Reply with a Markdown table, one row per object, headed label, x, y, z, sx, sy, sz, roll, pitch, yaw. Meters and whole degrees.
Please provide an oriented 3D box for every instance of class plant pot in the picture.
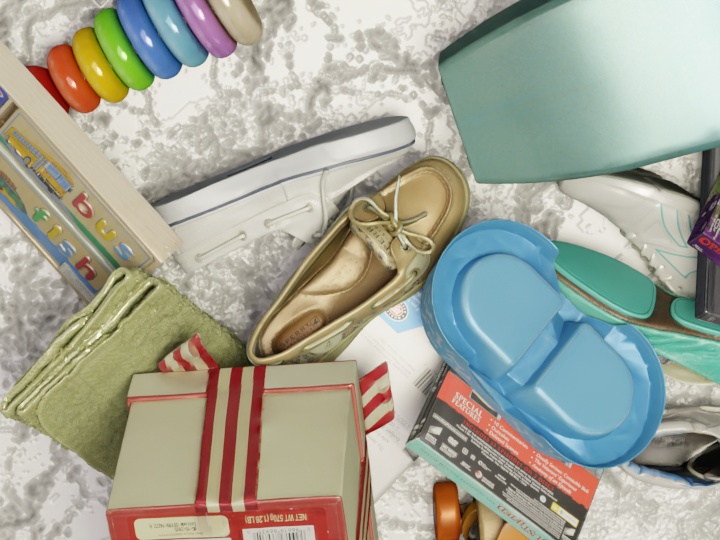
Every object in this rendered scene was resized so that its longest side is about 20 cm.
| label | x | y | z | sx | sy | sz | roll | pitch | yaw |
| --- | --- | --- | --- | --- | --- | --- | --- | --- | --- |
| plant pot | 0.161 | -0.141 | 1.564 | 0.199 | 0.141 | 0.142 | -17 | 100 | 6 |

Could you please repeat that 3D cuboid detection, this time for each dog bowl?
| label | x | y | z | sx | sy | sz | roll | pitch | yaw |
| --- | --- | --- | --- | --- | --- | --- | --- | --- | --- |
| dog bowl | 0.123 | 0.055 | 1.542 | 0.200 | 0.050 | 0.112 | 45 | 67 | -9 |

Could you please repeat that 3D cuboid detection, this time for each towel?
| label | x | y | z | sx | sy | sz | roll | pitch | yaw |
| --- | --- | --- | --- | --- | --- | --- | --- | --- | --- |
| towel | -0.159 | 0.079 | 1.576 | 0.148 | 0.200 | 0.037 | -44 | 55 | 4 |

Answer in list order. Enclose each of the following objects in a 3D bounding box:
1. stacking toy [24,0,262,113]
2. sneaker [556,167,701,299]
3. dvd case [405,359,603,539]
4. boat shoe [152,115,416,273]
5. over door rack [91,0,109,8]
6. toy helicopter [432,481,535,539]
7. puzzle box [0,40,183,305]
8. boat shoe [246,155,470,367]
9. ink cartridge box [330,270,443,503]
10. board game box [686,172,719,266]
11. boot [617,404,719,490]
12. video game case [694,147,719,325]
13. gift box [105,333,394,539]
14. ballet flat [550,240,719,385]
| label | x | y | z | sx | sy | sz | roll | pitch | yaw |
| --- | --- | --- | --- | --- | --- | --- | --- | --- | --- |
| stacking toy | -0.173 | -0.155 | 1.573 | 0.200 | 0.085 | 0.086 | -30 | 100 | 6 |
| sneaker | 0.232 | -0.022 | 1.620 | 0.200 | 0.070 | 0.081 | 22 | 103 | -8 |
| dvd case | 0.125 | 0.089 | 1.586 | 0.146 | 0.022 | 0.200 | 37 | 53 | -14 |
| boat shoe | -0.045 | -0.044 | 1.600 | 0.201 | 0.075 | 0.086 | -21 | 100 | 3 |
| over door rack | -0.148 | -0.282 | 1.515 | 0.066 | 0.148 | 0.200 | 33 | 96 | -9 |
| toy helicopter | 0.100 | 0.245 | 1.613 | 0.079 | 0.132 | 0.201 | -3 | 86 | -3 |
| puzzle box | -0.223 | -0.066 | 1.557 | 0.200 | 0.133 | 0.025 | 48 | 57 | -5 |
| boat shoe | 0.000 | 0.000 | 1.552 | 0.073 | 0.063 | 0.200 | 42 | 94 | 15 |
| ink cartridge box | -0.004 | 0.097 | 1.629 | 0.116 | 0.068 | 0.200 | 43 | 95 | -9 |
| board game box | 0.324 | -0.066 | 1.585 | 0.120 | 0.032 | 0.200 | 36 | 61 | -12 |
| boot | 0.280 | 0.139 | 1.637 | 0.199 | 0.096 | 0.074 | 2 | 100 | -3 |
| video game case | 0.335 | -0.010 | 1.595 | 0.199 | 0.019 | 0.143 | 15 | 66 | -19 |
| gift box | -0.069 | 0.156 | 1.504 | 0.184 | 0.187 | 0.201 | 0 | 119 | 2 |
| ballet flat | 0.210 | 0.043 | 1.599 | 0.199 | 0.067 | 0.071 | 20 | 123 | 4 |
